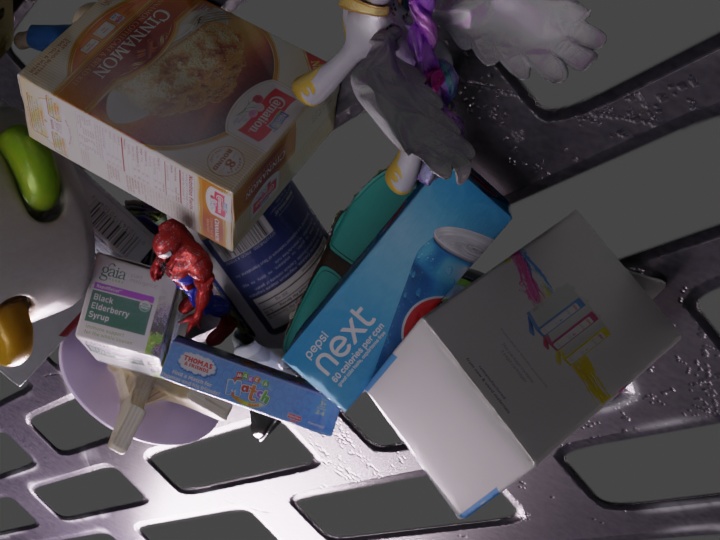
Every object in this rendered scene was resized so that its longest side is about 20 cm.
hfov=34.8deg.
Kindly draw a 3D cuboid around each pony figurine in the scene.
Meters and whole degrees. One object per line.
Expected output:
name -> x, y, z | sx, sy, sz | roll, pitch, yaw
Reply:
pony figurine -> 0.035, -0.139, 0.755 | 0.193, 0.166, 0.201 | 45, 155, 14

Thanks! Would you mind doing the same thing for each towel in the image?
towel -> -0.175, -0.005, 1.138 | 0.145, 0.023, 0.199 | 56, 164, -18

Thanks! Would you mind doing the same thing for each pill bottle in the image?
pill bottle -> -0.075, -0.003, 1.028 | 0.110, 0.111, 0.201 | -6, 126, 46

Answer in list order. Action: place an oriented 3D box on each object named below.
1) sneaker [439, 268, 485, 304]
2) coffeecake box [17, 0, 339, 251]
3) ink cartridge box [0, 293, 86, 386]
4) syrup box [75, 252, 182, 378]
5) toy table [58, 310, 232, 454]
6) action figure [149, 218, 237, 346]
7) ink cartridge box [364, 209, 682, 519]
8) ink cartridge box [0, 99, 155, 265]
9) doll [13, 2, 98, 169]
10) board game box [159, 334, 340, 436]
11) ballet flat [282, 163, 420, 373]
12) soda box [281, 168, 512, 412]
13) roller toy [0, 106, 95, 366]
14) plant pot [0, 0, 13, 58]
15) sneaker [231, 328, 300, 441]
sneaker -> 0.084, 0.086, 1.008 | 0.071, 0.083, 0.202 | 17, 140, 28
coffeecake box -> -0.139, -0.131, 0.903 | 0.198, 0.154, 0.074 | 28, 146, 13
ink cartridge box -> -0.378, 0.022, 1.256 | 0.145, 0.146, 0.200 | 44, 166, -12
syrup box -> -0.218, 0.048, 1.109 | 0.077, 0.083, 0.200 | 14, 169, -5
toy table -> -0.232, 0.116, 1.271 | 0.197, 0.187, 0.117 | 19, 165, -18
action figure -> -0.140, 0.010, 0.936 | 0.066, 0.051, 0.201 | 51, 167, 18
ink cartridge box -> 0.128, 0.063, 0.861 | 0.126, 0.199, 0.129 | 51, 147, 11
ink cartridge box -> -0.292, -0.064, 1.165 | 0.198, 0.044, 0.200 | 42, 165, -2
doll -> -0.261, -0.175, 1.060 | 0.136, 0.049, 0.200 | 39, 146, -1
board game box -> -0.101, 0.099, 1.029 | 0.149, 0.037, 0.200 | 20, 176, -7
ballet flat -> 0.000, 0.000, 0.961 | 0.075, 0.064, 0.201 | 41, 106, 28
soda box -> 0.028, 0.008, 0.887 | 0.068, 0.064, 0.201 | 39, 104, -4
roller toy -> -0.328, -0.035, 0.988 | 0.181, 0.139, 0.203 | 27, 127, 41
plant pot -> -0.417, -0.246, 1.010 | 0.198, 0.197, 0.195 | 26, 145, 1
sneaker -> -0.096, 0.098, 1.203 | 0.088, 0.074, 0.201 | 32, 135, 9
